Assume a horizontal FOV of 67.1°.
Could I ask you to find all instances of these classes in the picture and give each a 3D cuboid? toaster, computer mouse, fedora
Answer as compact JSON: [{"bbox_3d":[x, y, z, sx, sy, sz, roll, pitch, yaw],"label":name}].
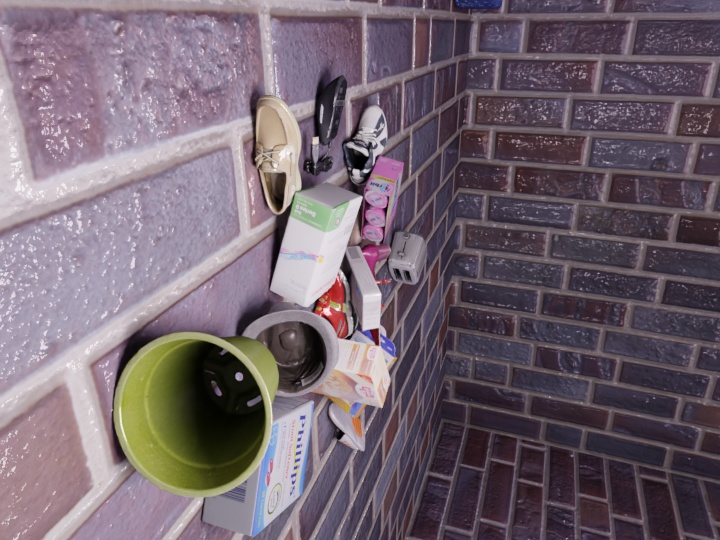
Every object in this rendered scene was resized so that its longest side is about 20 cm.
[{"bbox_3d":[0.159,-0.040,1.851,0.200,0.112,0.130,67,39,-63],"label":"toaster"},{"bbox_3d":[-0.079,-0.290,1.093,0.141,0.046,0.202,-55,160,-63],"label":"computer mouse"},{"bbox_3d":[-0.129,0.129,0.979,0.091,0.175,0.202,-110,-175,-57],"label":"fedora"}]

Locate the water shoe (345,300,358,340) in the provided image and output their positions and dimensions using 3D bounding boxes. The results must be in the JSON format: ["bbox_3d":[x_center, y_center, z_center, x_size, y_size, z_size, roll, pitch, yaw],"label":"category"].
[{"bbox_3d":[-0.042,0.134,1.387,0.079,0.071,0.202,-95,-176,-54],"label":"water shoe"}]

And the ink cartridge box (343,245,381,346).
[{"bbox_3d":[0.002,0.070,1.238,0.201,0.044,0.178,-113,-161,-55],"label":"ink cartridge box"}]

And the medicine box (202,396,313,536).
[{"bbox_3d":[-0.174,0.329,0.962,0.200,0.102,0.185,4,94,-72],"label":"medicine box"}]

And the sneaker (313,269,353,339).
[{"bbox_3d":[-0.069,0.072,1.238,0.084,0.077,0.202,-20,109,-27],"label":"sneaker"}]

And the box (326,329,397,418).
[{"bbox_3d":[-0.002,0.242,1.328,0.201,0.119,0.041,-58,161,3],"label":"box"}]

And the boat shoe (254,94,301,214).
[{"bbox_3d":[-0.140,-0.186,0.900,0.065,0.071,0.201,-66,162,-45],"label":"boat shoe"}]

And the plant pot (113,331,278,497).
[{"bbox_3d":[-0.194,0.167,0.740,0.190,0.197,0.203,-38,135,-84],"label":"plant pot"}]

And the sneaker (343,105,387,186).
[{"bbox_3d":[0.011,-0.310,1.304,0.130,0.079,0.201,13,96,-81],"label":"sneaker"}]

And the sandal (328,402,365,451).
[{"bbox_3d":[-0.049,0.427,1.493,0.207,0.059,0.080,55,25,-37],"label":"sandal"}]

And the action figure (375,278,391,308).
[{"bbox_3d":[0.032,0.075,1.434,0.200,0.098,0.066,87,1,-70],"label":"action figure"}]

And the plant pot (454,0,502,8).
[{"bbox_3d":[0.476,-1.196,2.221,0.179,0.198,0.203,-24,121,-61],"label":"plant pot"}]

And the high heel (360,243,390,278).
[{"bbox_3d":[0.000,0.000,1.423,0.095,0.068,0.201,-11,144,-34],"label":"high heel"}]

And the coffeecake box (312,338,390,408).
[{"bbox_3d":[-0.048,0.208,1.146,0.154,0.198,0.074,74,30,-52],"label":"coffeecake box"}]

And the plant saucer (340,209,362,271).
[{"bbox_3d":[-0.040,-0.079,1.326,0.200,0.032,0.203,9,90,-72],"label":"plant saucer"}]

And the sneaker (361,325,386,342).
[{"bbox_3d":[0.007,0.239,1.498,0.201,0.075,0.105,-58,162,-4],"label":"sneaker"}]

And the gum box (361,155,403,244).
[{"bbox_3d":[0.052,-0.169,1.357,0.201,0.065,0.114,95,15,-57],"label":"gum box"}]

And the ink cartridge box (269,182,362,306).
[{"bbox_3d":[-0.084,-0.052,1.030,0.145,0.087,0.202,-40,150,-64],"label":"ink cartridge box"}]
